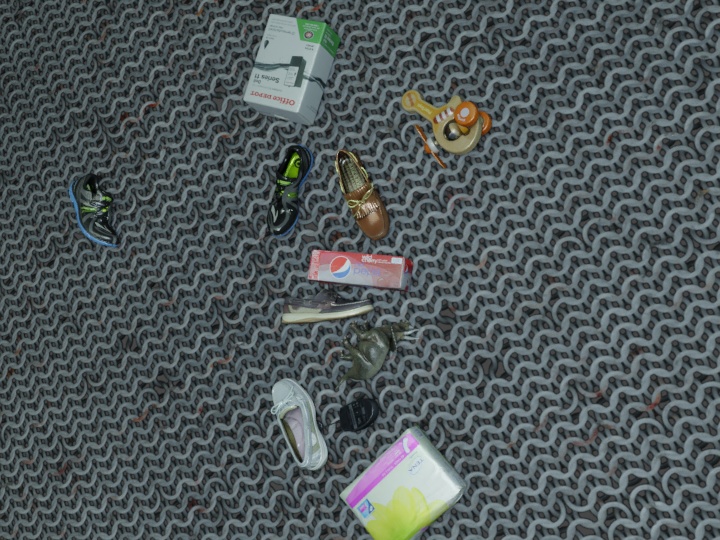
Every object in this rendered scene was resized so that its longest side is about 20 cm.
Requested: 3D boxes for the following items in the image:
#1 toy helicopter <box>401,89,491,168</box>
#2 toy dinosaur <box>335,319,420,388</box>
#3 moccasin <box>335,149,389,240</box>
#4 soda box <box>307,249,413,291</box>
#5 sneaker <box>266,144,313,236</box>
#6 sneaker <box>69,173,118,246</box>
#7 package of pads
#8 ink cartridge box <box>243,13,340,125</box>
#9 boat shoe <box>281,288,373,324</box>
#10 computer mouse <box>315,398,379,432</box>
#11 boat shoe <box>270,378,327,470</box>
[{"bbox_3d":[0.152,-0.294,1.433,0.200,0.079,0.133,40,106,31],"label":"toy helicopter"},{"bbox_3d":[0.013,0.161,1.404,0.102,0.077,0.200,40,94,27],"label":"toy dinosaur"},{"bbox_3d":[0.001,-0.154,1.452,0.073,0.078,0.202,-21,76,16],"label":"moccasin"},{"bbox_3d":[0.000,0.000,1.434,0.199,0.070,0.064,6,85,20],"label":"soda box"},{"bbox_3d":[-0.159,-0.171,1.509,0.070,0.083,0.201,17,88,21],"label":"sneaker"},{"bbox_3d":[-0.611,-0.142,1.666,0.083,0.071,0.200,-36,69,18],"label":"sneaker"},{"bbox_3d":[0.082,0.414,1.346,0.200,0.068,0.155,-46,70,9],"label":"package of pads"},{"bbox_3d":[-0.148,-0.430,1.543,0.146,0.083,0.201,17,89,22],"label":"ink cartridge box"},{"bbox_3d":[-0.071,0.070,1.451,0.199,0.072,0.065,-9,84,24],"label":"boat shoe"},{"bbox_3d":[-0.045,0.307,1.431,0.199,0.034,0.059,-26,61,22],"label":"computer mouse"},{"bbox_3d":[-0.129,0.300,1.426,0.074,0.065,0.202,-36,57,17],"label":"boat shoe"}]
